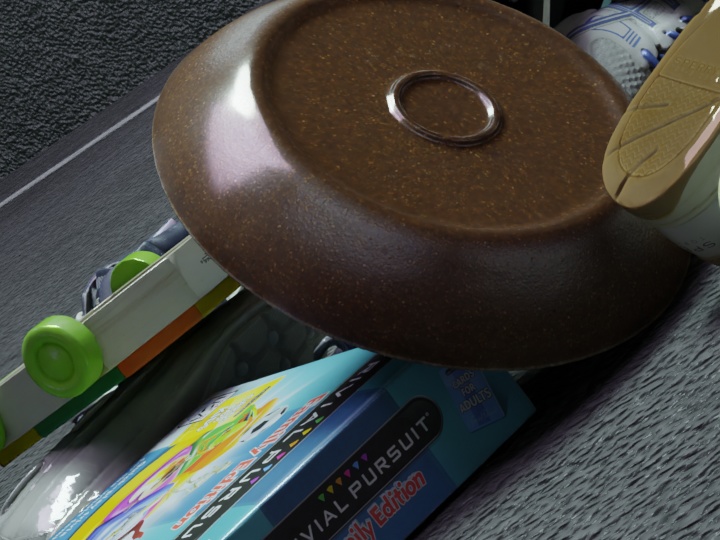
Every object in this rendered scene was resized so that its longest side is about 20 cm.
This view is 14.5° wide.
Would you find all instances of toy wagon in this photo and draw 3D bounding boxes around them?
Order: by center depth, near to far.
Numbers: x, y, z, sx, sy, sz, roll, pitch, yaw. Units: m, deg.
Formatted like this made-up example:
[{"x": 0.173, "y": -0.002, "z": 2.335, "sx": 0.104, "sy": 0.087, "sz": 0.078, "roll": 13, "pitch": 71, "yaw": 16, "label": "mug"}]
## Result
[{"x": -0.119, "y": 0.034, "z": 1.207, "sx": 0.200, "sy": 0.040, "sz": 0.155, "roll": -36, "pitch": 3, "yaw": 38, "label": "toy wagon"}]

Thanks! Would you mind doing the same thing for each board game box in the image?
[{"x": -0.048, "y": 0.092, "z": 1.029, "sx": 0.151, "sy": 0.047, "sz": 0.200, "roll": -42, "pitch": 11, "yaw": -30, "label": "board game box"}]

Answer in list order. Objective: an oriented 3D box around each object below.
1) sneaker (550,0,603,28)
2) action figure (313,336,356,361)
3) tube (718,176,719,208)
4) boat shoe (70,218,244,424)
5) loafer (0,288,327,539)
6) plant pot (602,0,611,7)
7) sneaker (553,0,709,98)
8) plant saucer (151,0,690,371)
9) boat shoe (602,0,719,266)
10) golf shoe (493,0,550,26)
[{"x": 0.058, "y": -0.115, "z": 1.257, "sx": 0.072, "sy": 0.083, "sz": 0.200, "roll": -4, "pitch": -70, "yaw": -69, "label": "sneaker"}, {"x": 0.000, "y": 0.000, "z": 1.095, "sx": 0.069, "sy": 0.130, "sz": 0.200, "roll": -25, "pitch": -8, "yaw": -3, "label": "action figure"}, {"x": 0.184, "y": -0.034, "z": 0.822, "sx": 0.200, "sy": 0.052, "sz": 0.058, "roll": -9, "pitch": 69, "yaw": 60, "label": "tube"}, {"x": -0.112, "y": 0.052, "z": 1.307, "sx": 0.075, "sy": 0.093, "sz": 0.200, "roll": -25, "pitch": 14, "yaw": 49, "label": "boat shoe"}, {"x": -0.085, "y": 0.067, "z": 1.187, "sx": 0.070, "sy": 0.070, "sz": 0.200, "roll": 8, "pitch": 38, "yaw": 38, "label": "loafer"}, {"x": 0.058, "y": -0.128, "z": 1.449, "sx": 0.200, "sy": 0.134, "sz": 0.200, "roll": -35, "pitch": 9, "yaw": 6, "label": "plant pot"}, {"x": 0.140, "y": -0.101, "z": 1.207, "sx": 0.088, "sy": 0.075, "sz": 0.200, "roll": -30, "pitch": 12, "yaw": 30, "label": "sneaker"}, {"x": 0.027, "y": -0.046, "z": 1.010, "sx": 0.200, "sy": 0.200, "sz": 0.037, "roll": -47, "pitch": -21, "yaw": -46, "label": "plant saucer"}, {"x": 0.166, "y": -0.087, "z": 0.966, "sx": 0.200, "sy": 0.069, "sz": 0.074, "roll": -51, "pitch": 31, "yaw": 1, "label": "boat shoe"}, {"x": 0.051, "y": -0.131, "z": 1.160, "sx": 0.073, "sy": 0.200, "sz": 0.092, "roll": 5, "pitch": -21, "yaw": -18, "label": "golf shoe"}]
